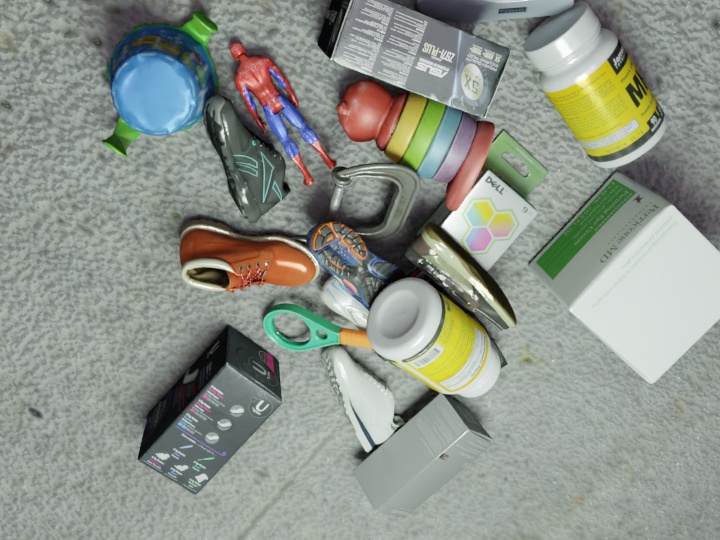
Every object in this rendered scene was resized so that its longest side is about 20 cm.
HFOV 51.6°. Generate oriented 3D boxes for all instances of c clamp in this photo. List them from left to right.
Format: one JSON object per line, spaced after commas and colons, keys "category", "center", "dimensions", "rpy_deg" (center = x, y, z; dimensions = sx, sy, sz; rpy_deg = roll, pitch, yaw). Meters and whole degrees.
{"category": "c clamp", "center": [-0.013, -0.082, 1.002], "dimensions": [0.170, 0.027, 0.200], "rpy_deg": [7, 146, -16]}

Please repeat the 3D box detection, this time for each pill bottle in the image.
{"category": "pill bottle", "center": [0.107, 0.100, 1.016], "dimensions": [0.112, 0.113, 0.200], "rpy_deg": [-44, 133, 10]}
{"category": "pill bottle", "center": [0.310, -0.245, 0.991], "dimensions": [0.114, 0.114, 0.200], "rpy_deg": [-40, 113, 8]}

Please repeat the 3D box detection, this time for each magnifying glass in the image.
{"category": "magnifying glass", "center": [-0.048, 0.092, 1.076], "dimensions": [0.199, 0.022, 0.080], "rpy_deg": [7, 128, 16]}

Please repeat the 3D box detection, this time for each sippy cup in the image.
{"category": "sippy cup", "center": [-0.243, -0.223, 0.900], "dimensions": [0.139, 0.130, 0.179], "rpy_deg": [1, 112, -10]}

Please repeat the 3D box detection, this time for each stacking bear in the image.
{"category": "stacking bear", "center": [0.064, -0.184, 0.982], "dimensions": [0.199, 0.122, 0.114], "rpy_deg": [23, 138, -5]}

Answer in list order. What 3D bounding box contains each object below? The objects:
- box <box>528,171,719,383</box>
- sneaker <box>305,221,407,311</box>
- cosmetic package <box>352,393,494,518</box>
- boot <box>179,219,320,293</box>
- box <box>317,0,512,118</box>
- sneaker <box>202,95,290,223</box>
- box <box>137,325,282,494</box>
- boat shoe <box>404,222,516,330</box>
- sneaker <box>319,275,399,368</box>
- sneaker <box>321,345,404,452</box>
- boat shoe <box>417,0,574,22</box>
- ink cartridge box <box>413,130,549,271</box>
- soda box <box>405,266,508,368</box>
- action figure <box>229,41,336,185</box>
{"category": "box", "center": [0.397, 0.008, 1.081], "dimensions": [0.200, 0.171, 0.199], "rpy_deg": [37, 102, -21]}
{"category": "sneaker", "center": [0.000, 0.000, 1.026], "dimensions": [0.075, 0.078, 0.200], "rpy_deg": [-47, 118, -9]}
{"category": "cosmetic package", "center": [0.098, 0.297, 1.184], "dimensions": [0.200, 0.090, 0.107], "rpy_deg": [-46, 142, 9]}
{"category": "boot", "center": [-0.151, -0.001, 1.019], "dimensions": [0.199, 0.107, 0.075], "rpy_deg": [11, 121, -15]}
{"category": "box", "center": [0.059, -0.272, 0.912], "dimensions": [0.199, 0.164, 0.086], "rpy_deg": [16, 109, -16]}
{"category": "sneaker", "center": [-0.145, -0.151, 0.963], "dimensions": [0.079, 0.076, 0.200], "rpy_deg": [-26, 145, -10]}
{"category": "box", "center": [-0.216, 0.202, 1.088], "dimensions": [0.106, 0.122, 0.200], "rpy_deg": [38, 102, -21]}
{"category": "boat shoe", "center": [0.139, 0.018, 1.037], "dimensions": [0.066, 0.072, 0.201], "rpy_deg": [-37, 115, 19]}
{"category": "sneaker", "center": [0.025, 0.074, 1.105], "dimensions": [0.072, 0.072, 0.200], "rpy_deg": [-43, 116, 2]}
{"category": "sneaker", "center": [0.003, 0.186, 1.152], "dimensions": [0.080, 0.076, 0.201], "rpy_deg": [-26, 122, -6]}
{"category": "boat shoe", "center": [0.170, -0.362, 0.952], "dimensions": [0.199, 0.074, 0.066], "rpy_deg": [-1, 83, -4]}
{"category": "ink cartridge box", "center": [0.180, -0.085, 1.066], "dimensions": [0.104, 0.059, 0.200], "rpy_deg": [36, 103, -21]}
{"category": "soda box", "center": [0.140, 0.078, 1.127], "dimensions": [0.071, 0.063, 0.200], "rpy_deg": [-35, 114, 6]}
{"category": "action figure", "center": [-0.108, -0.208, 0.974], "dimensions": [0.065, 0.052, 0.200], "rpy_deg": [-34, 109, 0]}
